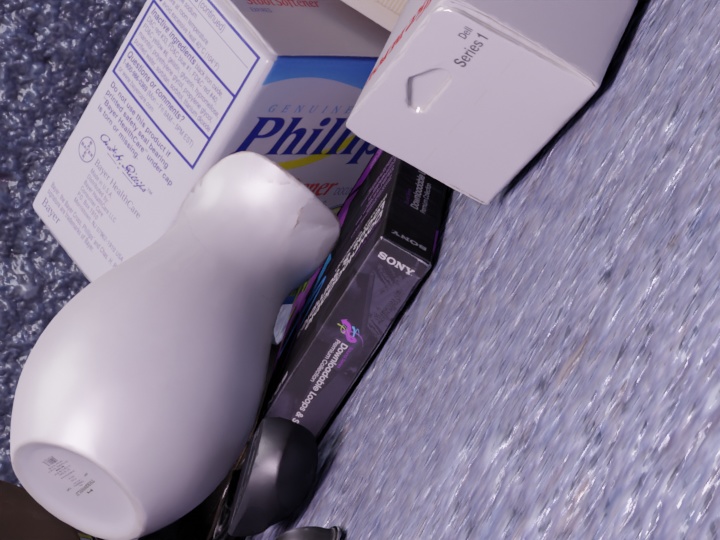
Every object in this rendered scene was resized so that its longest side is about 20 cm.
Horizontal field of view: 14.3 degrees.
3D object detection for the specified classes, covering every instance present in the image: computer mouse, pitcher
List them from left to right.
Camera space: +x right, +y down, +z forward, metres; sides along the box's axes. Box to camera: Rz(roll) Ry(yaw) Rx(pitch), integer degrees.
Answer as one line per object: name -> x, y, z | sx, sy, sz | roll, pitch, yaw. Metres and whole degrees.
pitcher -> -0.111, 0.051, 1.533 | 0.200, 0.121, 0.172 | -58, 9, -33
computer mouse -> -0.051, 0.120, 1.486 | 0.200, 0.034, 0.059 | 122, 163, -72

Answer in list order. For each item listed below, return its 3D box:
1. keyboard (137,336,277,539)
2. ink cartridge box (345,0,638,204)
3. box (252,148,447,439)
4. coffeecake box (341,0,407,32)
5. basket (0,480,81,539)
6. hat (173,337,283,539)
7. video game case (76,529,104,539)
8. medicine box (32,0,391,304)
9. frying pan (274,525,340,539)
keyboard -> -0.102, 0.117, 1.830 | 0.201, 0.011, 0.056 | -63, -22, -20
ink cartridge box -> 0.085, -0.149, 1.339 | 0.201, 0.084, 0.146 | -64, 7, -27
box -> 0.000, 0.000, 1.555 | 0.143, 0.036, 0.200 | -58, 9, 25
coffeecake box -> 0.028, -0.213, 1.726 | 0.073, 0.153, 0.200 | -55, 9, 23
basket -> -0.226, 0.222, 1.550 | 0.136, 0.180, 0.201 | -64, -3, -59
hat -> -0.098, 0.085, 1.725 | 0.201, 0.081, 0.201 | -59, 6, 10
video game case -> -0.164, 0.153, 1.697 | 0.200, 0.045, 0.182 | -156, 64, -80
medicine box -> -0.065, -0.081, 1.713 | 0.182, 0.103, 0.200 | -4, -45, -48
frying pan -> -0.064, 0.193, 1.275 | 0.190, 0.031, 0.115 | -59, 5, -9
